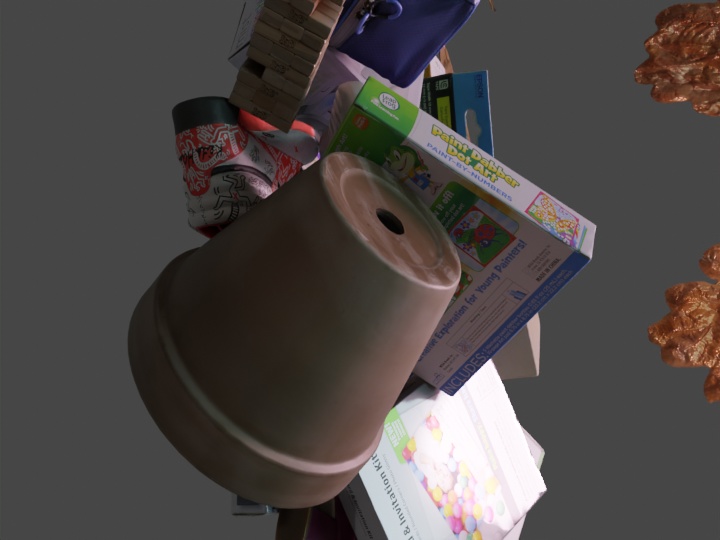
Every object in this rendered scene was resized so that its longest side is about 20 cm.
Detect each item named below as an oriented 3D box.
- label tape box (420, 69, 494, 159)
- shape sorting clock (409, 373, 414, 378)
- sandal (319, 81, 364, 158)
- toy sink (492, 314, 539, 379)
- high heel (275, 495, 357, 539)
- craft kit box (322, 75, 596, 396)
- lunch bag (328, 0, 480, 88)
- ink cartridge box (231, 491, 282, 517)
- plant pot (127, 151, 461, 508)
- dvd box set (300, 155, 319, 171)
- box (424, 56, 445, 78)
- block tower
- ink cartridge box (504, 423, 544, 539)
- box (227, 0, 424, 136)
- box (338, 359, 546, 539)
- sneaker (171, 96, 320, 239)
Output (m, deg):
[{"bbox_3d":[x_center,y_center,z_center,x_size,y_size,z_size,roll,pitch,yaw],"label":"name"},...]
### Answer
[{"bbox_3d":[0.064,-0.149,1.012,0.066,0.196,0.147,20,65,-72],"label":"label tape box"},{"bbox_3d":[0.085,0.060,0.827,0.039,0.199,0.200,51,8,19],"label":"shape sorting clock"},{"bbox_3d":[0.000,-0.094,0.713,0.203,0.049,0.084,129,-51,-77],"label":"sandal"},{"bbox_3d":[0.128,0.016,0.973,0.113,0.128,0.203,-70,146,-55],"label":"toy sink"},{"bbox_3d":[-0.012,0.160,0.731,0.096,0.066,0.204,44,48,-46],"label":"high heel"},{"bbox_3d":[0.041,-0.014,0.644,0.201,0.195,0.049,-53,-170,44],"label":"craft kit box"},{"bbox_3d":[0.017,-0.264,0.703,0.131,0.136,0.203,24,49,-22],"label":"lunch bag"},{"bbox_3d":[-0.059,0.122,0.786,0.198,0.042,0.205,34,51,-66],"label":"ink cartridge box"},{"bbox_3d":[-0.029,0.023,0.568,0.198,0.174,0.202,32,28,-19],"label":"plant pot"},{"bbox_3d":[-0.058,-0.183,0.911,0.147,0.029,0.204,53,36,-57],"label":"dvd box set"},{"bbox_3d":[0.052,-0.171,1.105,0.097,0.122,0.205,16,69,-70],"label":"box"},{"bbox_3d":[-0.035,-0.203,0.604,0.202,0.057,0.054,-59,-171,34],"label":"block tower"},{"bbox_3d":[0.077,0.237,0.872,0.087,0.199,0.146,44,48,-17],"label":"ink cartridge box"},{"bbox_3d":[-0.023,-0.241,0.838,0.176,0.096,0.203,38,47,-34],"label":"box"},{"bbox_3d":[0.069,0.171,0.720,0.199,0.041,0.159,-28,96,-43],"label":"box"},{"bbox_3d":[-0.089,-0.074,0.719,0.201,0.066,0.110,0,82,-68],"label":"sneaker"}]
